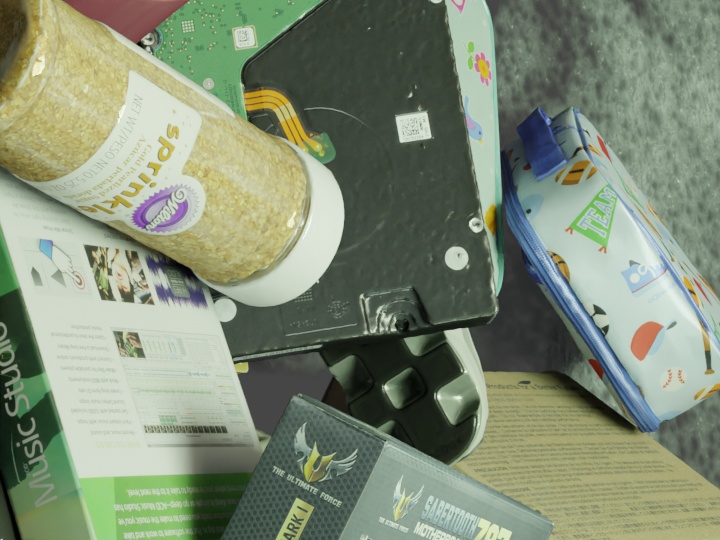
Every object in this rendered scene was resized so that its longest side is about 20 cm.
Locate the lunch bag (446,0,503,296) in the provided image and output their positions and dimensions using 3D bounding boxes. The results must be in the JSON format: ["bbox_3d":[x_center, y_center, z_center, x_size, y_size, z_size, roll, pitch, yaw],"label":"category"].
[{"bbox_3d":[0.007,-0.071,1.197,0.160,0.077,0.201,22,61,-47],"label":"lunch bag"}]

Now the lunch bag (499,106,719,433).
[{"bbox_3d":[0.133,-0.008,1.273,0.161,0.075,0.200,53,8,-13],"label":"lunch bag"}]

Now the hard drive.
[{"bbox_3d":[-0.024,-0.065,1.021,0.038,0.139,0.201,115,-35,-80],"label":"hard drive"}]

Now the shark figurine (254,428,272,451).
[{"bbox_3d":[-0.030,0.171,1.038,0.090,0.127,0.216,47,46,-44],"label":"shark figurine"}]

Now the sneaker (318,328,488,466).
[{"bbox_3d":[0.000,0.000,1.081,0.201,0.074,0.088,65,14,5],"label":"sneaker"}]

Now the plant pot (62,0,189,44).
[{"bbox_3d":[-0.153,-0.146,0.941,0.199,0.178,0.201,22,61,-46],"label":"plant pot"}]

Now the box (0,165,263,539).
[{"bbox_3d":[-0.100,0.035,0.915,0.144,0.036,0.201,9,58,-62],"label":"box"}]

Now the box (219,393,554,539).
[{"bbox_3d":[-0.004,0.148,0.948,0.158,0.051,0.200,-63,153,-2],"label":"box"}]

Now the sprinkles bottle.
[{"bbox_3d":[-0.086,-0.047,0.897,0.200,0.068,0.069,31,55,-51],"label":"sprinkles bottle"}]

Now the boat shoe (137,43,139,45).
[{"bbox_3d":[-0.095,-0.137,1.085,0.063,0.074,0.203,-1,73,-6],"label":"boat shoe"}]

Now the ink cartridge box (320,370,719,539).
[{"bbox_3d":[0.088,0.122,1.163,0.199,0.165,0.075,3,117,-50],"label":"ink cartridge box"}]

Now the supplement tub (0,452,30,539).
[{"bbox_3d":[-0.187,0.096,0.864,0.122,0.122,0.201,-40,110,-49],"label":"supplement tub"}]

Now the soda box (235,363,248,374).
[{"bbox_3d":[-0.139,0.008,0.999,0.199,0.064,0.068,13,67,-49],"label":"soda box"}]
